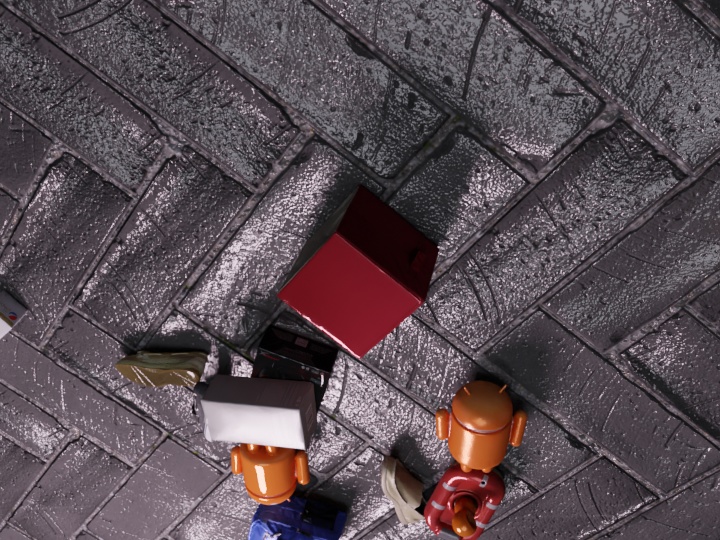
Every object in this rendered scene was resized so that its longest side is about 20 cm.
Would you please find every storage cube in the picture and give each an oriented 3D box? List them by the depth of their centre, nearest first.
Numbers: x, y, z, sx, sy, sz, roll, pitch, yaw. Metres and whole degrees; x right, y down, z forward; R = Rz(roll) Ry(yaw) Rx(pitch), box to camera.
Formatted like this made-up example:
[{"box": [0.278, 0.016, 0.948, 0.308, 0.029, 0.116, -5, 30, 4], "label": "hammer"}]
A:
[{"box": [0.000, 0.000, 1.275, 0.180, 0.171, 0.200, 38, 124, -10], "label": "storage cube"}]

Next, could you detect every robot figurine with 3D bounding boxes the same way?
[{"box": [0.227, 0.291, 1.444, 0.144, 0.117, 0.200, 25, 131, 31], "label": "robot figurine"}, {"box": [-0.190, 0.410, 1.614, 0.144, 0.117, 0.200, -16, 126, -21], "label": "robot figurine"}]

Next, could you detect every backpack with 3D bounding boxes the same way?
[{"box": [-0.151, 0.593, 1.707, 0.200, 0.168, 0.163, 21, 119, 5], "label": "backpack"}]

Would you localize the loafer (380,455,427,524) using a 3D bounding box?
[{"box": [0.096, 0.460, 1.616, 0.068, 0.076, 0.200, -10, 129, 18], "label": "loafer"}]

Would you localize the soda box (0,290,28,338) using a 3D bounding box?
[{"box": [-0.793, 0.125, 1.618, 0.200, 0.064, 0.068, -34, 110, 29], "label": "soda box"}]

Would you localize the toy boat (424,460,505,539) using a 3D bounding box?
[{"box": [0.213, 0.485, 1.554, 0.130, 0.131, 0.200, 23, 112, -2], "label": "toy boat"}]

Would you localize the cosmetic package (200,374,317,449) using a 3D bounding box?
[{"box": [-0.191, 0.268, 1.459, 0.200, 0.090, 0.107, 6, 124, 15], "label": "cosmetic package"}]

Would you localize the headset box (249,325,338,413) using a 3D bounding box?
[{"box": [-0.143, 0.225, 1.514, 0.148, 0.075, 0.200, 20, 125, 1], "label": "headset box"}]

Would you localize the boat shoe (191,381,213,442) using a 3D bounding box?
[{"box": [-0.320, 0.290, 1.590, 0.066, 0.070, 0.200, 27, 148, 10], "label": "boat shoe"}]

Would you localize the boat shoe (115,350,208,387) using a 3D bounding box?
[{"box": [-0.410, 0.194, 1.580, 0.200, 0.063, 0.073, -3, 134, 23], "label": "boat shoe"}]
